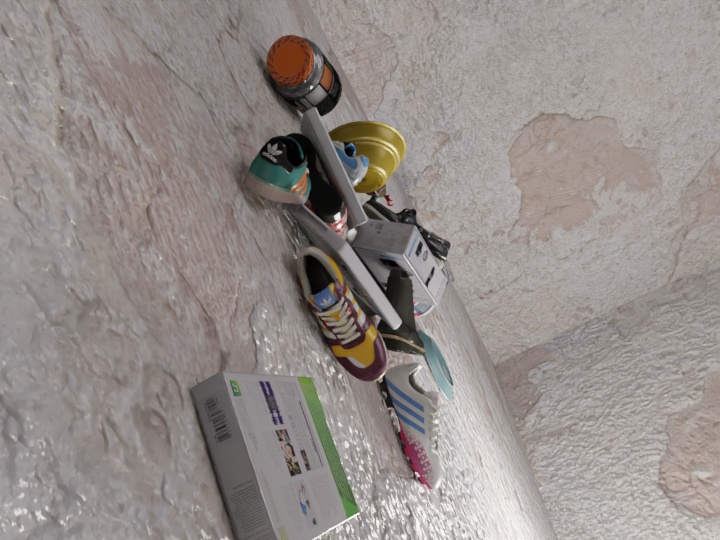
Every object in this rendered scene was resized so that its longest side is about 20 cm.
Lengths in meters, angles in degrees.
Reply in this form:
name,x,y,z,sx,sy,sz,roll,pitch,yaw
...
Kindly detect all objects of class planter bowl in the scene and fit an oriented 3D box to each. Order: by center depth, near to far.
name,x,y,z,sx,sy,sz,roll,pitch,yaw
planter bowl,0.006,-0.229,1.443,0.201,0.196,0.085,48,35,-56

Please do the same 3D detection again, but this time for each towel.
name,x,y,z,sx,sy,sz,roll,pitch,yaw
towel,0.323,-0.041,2.795,0.200,0.084,0.168,51,19,-57

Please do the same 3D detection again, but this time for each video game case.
name,x,y,z,sx,sy,sz,roll,pitch,yaw
video game case,-0.029,-0.014,1.018,0.182,0.022,0.201,42,-9,46

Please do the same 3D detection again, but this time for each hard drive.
name,x,y,z,sx,sy,sz,roll,pitch,yaw
hard drive,-0.048,-0.168,1.135,0.203,0.026,0.132,66,-8,-3

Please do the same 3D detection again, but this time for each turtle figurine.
name,x,y,z,sx,sy,sz,roll,pitch,yaw
turtle figurine,0.014,-0.214,1.674,0.199,0.099,0.152,32,34,-61

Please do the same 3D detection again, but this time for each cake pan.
name,x,y,z,sx,sy,sz,roll,pitch,yaw
cake pan,0.000,0.000,1.262,0.203,0.036,0.201,61,12,-21

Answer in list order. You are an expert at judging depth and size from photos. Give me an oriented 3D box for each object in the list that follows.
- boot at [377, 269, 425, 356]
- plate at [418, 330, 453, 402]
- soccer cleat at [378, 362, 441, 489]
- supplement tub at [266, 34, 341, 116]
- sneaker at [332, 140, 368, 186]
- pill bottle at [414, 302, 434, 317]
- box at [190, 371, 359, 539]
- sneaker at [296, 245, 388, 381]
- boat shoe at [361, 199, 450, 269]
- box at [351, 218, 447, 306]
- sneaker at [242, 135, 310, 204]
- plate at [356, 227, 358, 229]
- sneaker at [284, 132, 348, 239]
name,x,y,z,sx,sy,sz,roll,pitch,yaw
boot,0.087,0.084,1.233,0.200,0.076,0.142,32,65,-72
plate,0.205,0.246,1.730,0.203,0.025,0.201,61,10,-19
soccer cleat,0.100,0.246,1.063,0.204,0.085,0.070,67,11,11
supplement tub,-0.118,-0.408,1.386,0.125,0.121,0.200,66,10,10
sneaker,-0.051,-0.241,1.356,0.200,0.073,0.072,42,5,40
pill bottle,0.111,0.041,1.487,0.122,0.118,0.200,68,12,21
box,-0.066,0.166,0.584,0.147,0.036,0.200,68,12,16
sneaker,-0.032,0.060,0.892,0.202,0.074,0.090,58,7,14
boat shoe,0.093,-0.084,1.263,0.198,0.067,0.074,36,-8,-7
box,0.078,-0.013,1.236,0.200,0.115,0.061,52,56,-52
sneaker,-0.101,-0.145,0.938,0.070,0.081,0.200,30,11,3
plate,-0.025,-0.133,1.343,0.201,0.032,0.199,50,4,21
sneaker,-0.081,-0.133,1.124,0.203,0.066,0.109,57,-13,30
